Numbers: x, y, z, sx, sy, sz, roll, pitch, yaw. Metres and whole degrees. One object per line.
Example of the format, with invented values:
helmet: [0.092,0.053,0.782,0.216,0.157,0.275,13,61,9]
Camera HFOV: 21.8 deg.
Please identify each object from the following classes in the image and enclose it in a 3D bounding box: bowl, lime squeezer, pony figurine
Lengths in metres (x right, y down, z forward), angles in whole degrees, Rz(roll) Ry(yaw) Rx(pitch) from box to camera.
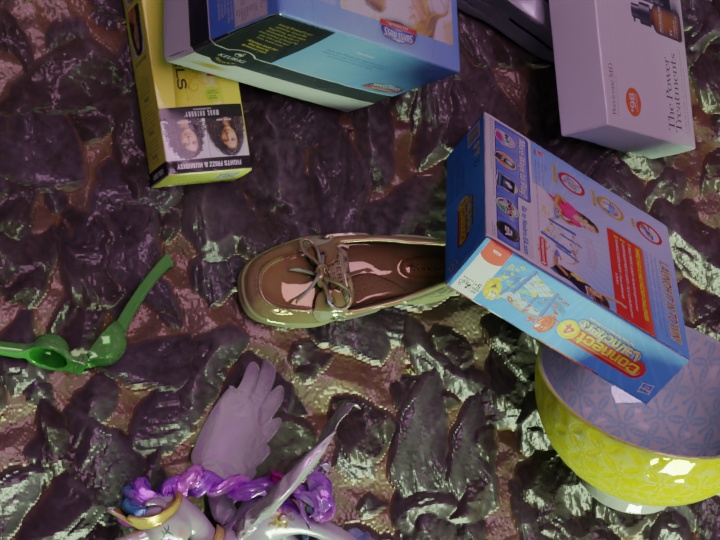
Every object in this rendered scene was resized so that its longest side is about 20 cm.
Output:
bowl: [0.229,0.132,1.526,0.200,0.200,0.108,-5,125,-25]
lime squeezer: [-0.219,0.044,1.395,0.200,0.038,0.071,-17,87,-25]
pony figurine: [-0.073,0.182,1.385,0.193,0.166,0.200,-49,116,-16]

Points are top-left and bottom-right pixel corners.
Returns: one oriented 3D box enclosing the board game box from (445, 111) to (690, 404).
board game box: [0.163,-0.013,1.505,0.196,0.056,0.200,31,29,-15]

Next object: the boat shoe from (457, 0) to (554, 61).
boat shoe: [0.111,-0.254,1.590,0.200,0.073,0.067,35,63,-28]

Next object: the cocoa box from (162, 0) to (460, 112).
cocoa box: [-0.036,-0.216,1.439,0.200,0.131,0.134,11,71,-44]

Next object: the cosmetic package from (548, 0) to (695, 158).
cosmetic package: [0.221,-0.205,1.600,0.151,0.052,0.200,6,76,-49]

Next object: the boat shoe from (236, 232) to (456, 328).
boat shoe: [0.000,0.000,1.487,0.200,0.063,0.073,-10,84,-25]

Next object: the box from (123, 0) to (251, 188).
box: [-0.139,-0.168,1.466,0.075,0.050,0.200,-5,81,-24]
